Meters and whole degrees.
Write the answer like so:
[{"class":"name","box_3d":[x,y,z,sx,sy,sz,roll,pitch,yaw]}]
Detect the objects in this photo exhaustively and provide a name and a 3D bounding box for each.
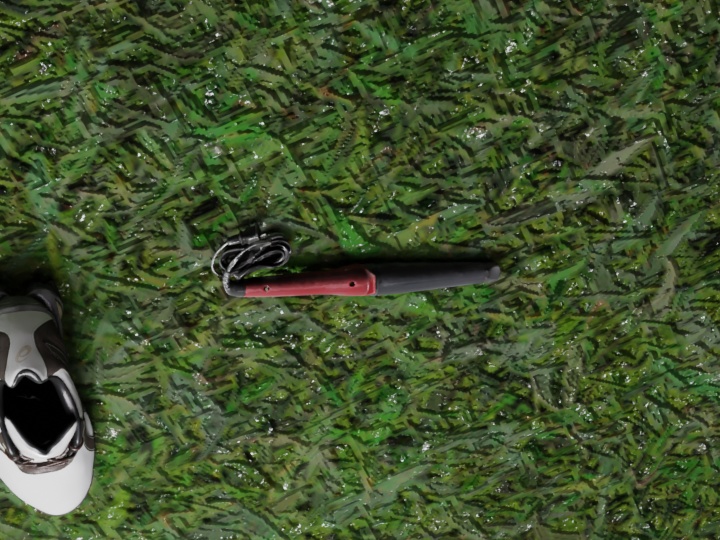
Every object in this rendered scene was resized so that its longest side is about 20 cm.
[{"class":"curling iron","box_3d":[0.000,0.000,1.299,0.198,0.026,0.050,4,130,-18]},{"class":"golf shoe","box_3d":[-0.214,0.105,1.286,0.077,0.095,0.201,-13,132,-6]}]
